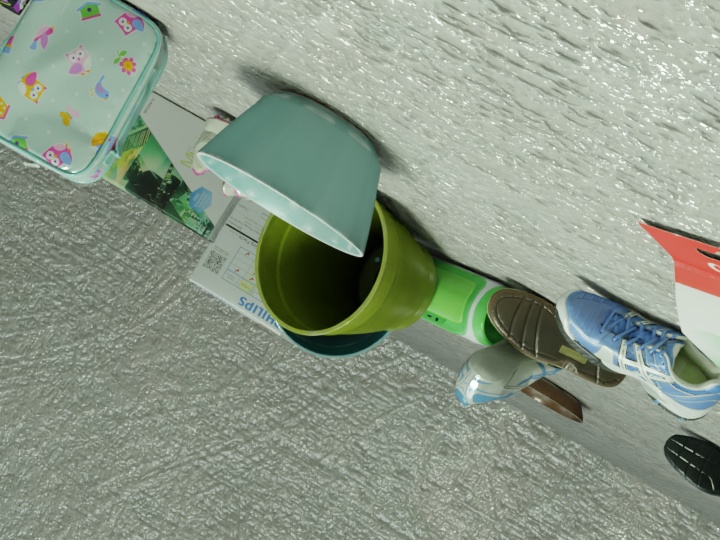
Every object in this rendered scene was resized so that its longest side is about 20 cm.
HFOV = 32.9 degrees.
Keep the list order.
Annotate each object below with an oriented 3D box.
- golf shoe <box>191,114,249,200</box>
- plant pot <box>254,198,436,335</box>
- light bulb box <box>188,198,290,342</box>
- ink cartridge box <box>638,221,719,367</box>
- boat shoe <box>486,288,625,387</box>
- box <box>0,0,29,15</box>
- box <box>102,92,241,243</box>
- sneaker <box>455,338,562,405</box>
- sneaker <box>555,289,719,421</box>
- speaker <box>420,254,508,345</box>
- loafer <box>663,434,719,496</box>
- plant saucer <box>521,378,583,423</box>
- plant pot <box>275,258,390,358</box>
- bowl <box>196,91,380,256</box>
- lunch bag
[{"bbox_3d":[-0.130,-0.122,1.605,0.199,0.092,0.075,30,174,-3],"label":"golf shoe"},{"bbox_3d":[0.000,0.000,1.583,0.200,0.202,0.192,27,-177,36],"label":"plant pot"},{"bbox_3d":[-0.157,-0.013,2.117,0.197,0.201,0.125,30,174,10],"label":"light bulb box"},{"bbox_3d":[0.313,0.045,0.957,0.200,0.050,0.160,33,174,-41],"label":"ink cartridge box"},{"bbox_3d":[0.246,0.084,1.565,0.199,0.072,0.076,33,-170,-6],"label":"boat shoe"},{"bbox_3d":[-0.491,-0.387,1.479,0.142,0.036,0.200,31,173,4],"label":"box"},{"bbox_3d":[-0.256,-0.149,1.741,0.199,0.145,0.036,29,170,14],"label":"box"},{"bbox_3d":[0.195,0.126,1.579,0.199,0.073,0.072,-11,-123,-44],"label":"sneaker"},{"bbox_3d":[0.296,0.076,1.272,0.199,0.076,0.077,31,152,0],"label":"sneaker"},{"bbox_3d":[0.126,0.037,1.658,0.088,0.089,0.199,35,173,-40],"label":"speaker"},{"bbox_3d":[0.563,0.321,1.910,0.199,0.073,0.072,31,179,9],"label":"loafer"},{"bbox_3d":[0.361,0.239,2.429,0.199,0.035,0.200,30,173,4],"label":"plant saucer"},{"bbox_3d":[-0.042,0.006,1.817,0.199,0.201,0.188,32,-171,-14],"label":"plant pot"},{"bbox_3d":[-0.057,-0.109,1.258,0.200,0.106,0.201,31,174,4],"label":"bowl"},{"bbox_3d":[-0.304,-0.197,1.299,0.160,0.201,0.077,29,176,-4],"label":"lunch bag"}]
